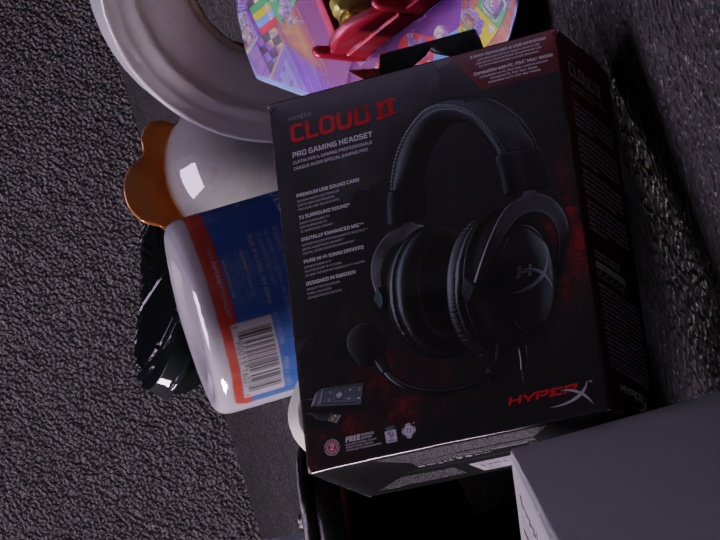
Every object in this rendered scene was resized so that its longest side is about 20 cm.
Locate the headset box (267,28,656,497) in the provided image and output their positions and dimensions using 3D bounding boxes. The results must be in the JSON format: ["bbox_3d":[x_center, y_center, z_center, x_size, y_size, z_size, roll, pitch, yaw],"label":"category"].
[{"bbox_3d":[0.045,-0.011,1.253,0.077,0.148,0.201,28,-127,-63],"label":"headset box"}]

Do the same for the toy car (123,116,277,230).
[{"bbox_3d":[-0.046,-0.053,1.697,0.184,0.199,0.177,175,79,-81],"label":"toy car"}]

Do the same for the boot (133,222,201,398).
[{"bbox_3d":[-0.060,0.031,1.749,0.073,0.162,0.199,-56,21,29],"label":"boot"}]

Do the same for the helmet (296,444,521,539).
[{"bbox_3d":[0.069,0.154,1.399,0.200,0.199,0.191,125,126,-78],"label":"helmet"}]

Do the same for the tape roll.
[{"bbox_3d":[-0.053,-0.173,1.534,0.071,0.202,0.203,-144,39,-75],"label":"tape roll"}]

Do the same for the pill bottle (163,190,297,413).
[{"bbox_3d":[0.000,0.000,1.508,0.112,0.199,0.113,164,90,-80],"label":"pill bottle"}]

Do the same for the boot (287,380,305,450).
[{"bbox_3d":[0.038,0.021,1.382,0.072,0.200,0.144,45,172,-4],"label":"boot"}]

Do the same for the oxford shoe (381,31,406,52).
[{"bbox_3d":[0.024,-0.183,1.468,0.084,0.072,0.201,41,-142,-76],"label":"oxford shoe"}]

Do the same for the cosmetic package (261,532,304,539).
[{"bbox_3d":[0.022,0.194,1.695,0.051,0.200,0.083,-5,90,50],"label":"cosmetic package"}]

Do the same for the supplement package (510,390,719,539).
[{"bbox_3d":[0.144,0.172,1.194,0.117,0.117,0.200,-114,13,-53],"label":"supplement package"}]

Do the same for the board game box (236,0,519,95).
[{"bbox_3d":[-0.005,-0.159,1.400,0.200,0.039,0.159,23,106,39],"label":"board game box"}]
